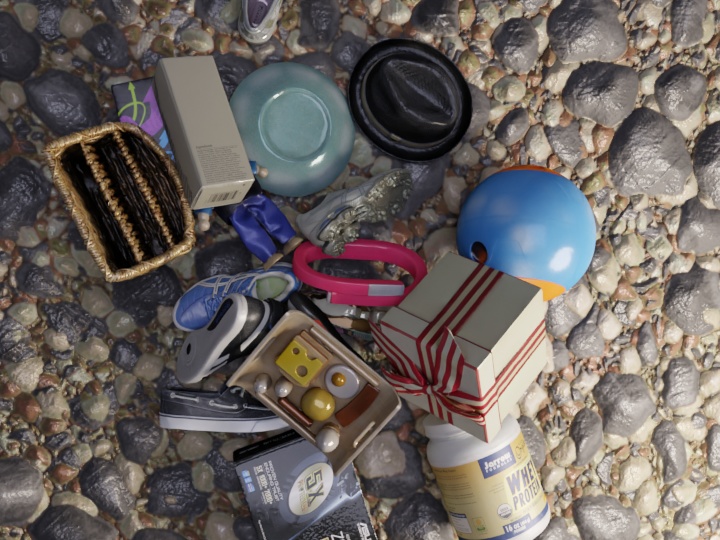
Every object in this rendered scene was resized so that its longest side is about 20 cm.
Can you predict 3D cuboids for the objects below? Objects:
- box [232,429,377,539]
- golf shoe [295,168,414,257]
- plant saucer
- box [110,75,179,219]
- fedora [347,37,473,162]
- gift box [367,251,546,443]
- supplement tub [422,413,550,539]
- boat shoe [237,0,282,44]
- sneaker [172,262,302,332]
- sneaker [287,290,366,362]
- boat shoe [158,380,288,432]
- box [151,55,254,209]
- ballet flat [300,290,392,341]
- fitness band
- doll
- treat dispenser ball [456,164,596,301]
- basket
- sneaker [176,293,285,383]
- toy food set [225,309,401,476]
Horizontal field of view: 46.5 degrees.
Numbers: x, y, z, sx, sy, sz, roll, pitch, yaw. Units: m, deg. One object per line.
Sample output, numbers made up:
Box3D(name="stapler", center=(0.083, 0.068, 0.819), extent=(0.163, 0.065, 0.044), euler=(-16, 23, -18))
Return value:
Box3D(name="box", center=(-0.080, 0.337, 1.224), extent=(0.163, 0.086, 0.202), euler=(-17, 92, -9))
Box3D(name="golf shoe", center=(-0.009, -0.105, 1.246), extent=(0.199, 0.097, 0.079), euler=(-34, 135, -30))
Box3D(name="plant saucer", center=(-0.099, -0.212, 1.238), extent=(0.199, 0.039, 0.203), euler=(1, 88, -17))
Box3D(name="box", center=(-0.269, -0.185, 1.225), extent=(0.142, 0.036, 0.202), euler=(-15, 94, -9))
Box3D(name="fedora", center=(0.082, -0.262, 1.250), extent=(0.199, 0.092, 0.203), euler=(0, 89, -9))
Box3D(name="gift box", center=(0.131, 0.097, 1.148), extent=(0.187, 0.184, 0.201), euler=(-46, 136, -28))
Box3D(name="supplement tub", center=(0.182, 0.295, 1.235), extent=(0.143, 0.144, 0.201), euler=(-22, 93, -8))
Box3D(name="boat shoe", center=(-0.136, -0.437, 1.232), extent=(0.074, 0.065, 0.204), euler=(16, 87, -8))
Box3D(name="sneaker", center=(-0.179, 0.035, 1.216), extent=(0.199, 0.077, 0.076), euler=(-22, 94, -7))
Box3D(name="sneaker", center=(-0.071, 0.128, 1.205), extent=(0.108, 0.067, 0.202), euler=(-36, 122, 5))
Box3D(name="boat shoe", center=(-0.192, 0.195, 1.220), extent=(0.198, 0.072, 0.068), euler=(2, 91, -2))
Box3D(name="box", center=(-0.217, -0.190, 1.145), extent=(0.082, 0.068, 0.201), euler=(-10, 72, -29))
Box3D(name="ballet flat", center=(-0.005, 0.065, 1.245), extent=(0.198, 0.071, 0.070), euler=(9, 81, -9))
Box3D(name="fitness band", center=(0.000, 0.000, 1.215), extent=(0.198, 0.144, 0.038), euler=(4, 118, -10))
Box3D(name="doll", center=(-0.176, -0.095, 1.190), extent=(0.136, 0.048, 0.200), euler=(-40, 91, -26))
Box3D(name="treat dispenser ball", center=(0.239, -0.052, 1.218), extent=(0.199, 0.201, 0.203), euler=(0, 90, -9))
Box3D(name="basket", center=(-0.308, -0.098, 1.129), extent=(0.142, 0.149, 0.201), euler=(-25, 92, -4))
Box3D(name="sneaker", center=(-0.174, 0.109, 1.190), extent=(0.111, 0.200, 0.074), euler=(12, 51, -35))
Box3D(name="toy food set", center=(-0.064, 0.166, 1.135), extent=(0.200, 0.060, 0.144), euler=(40, 105, -3))
